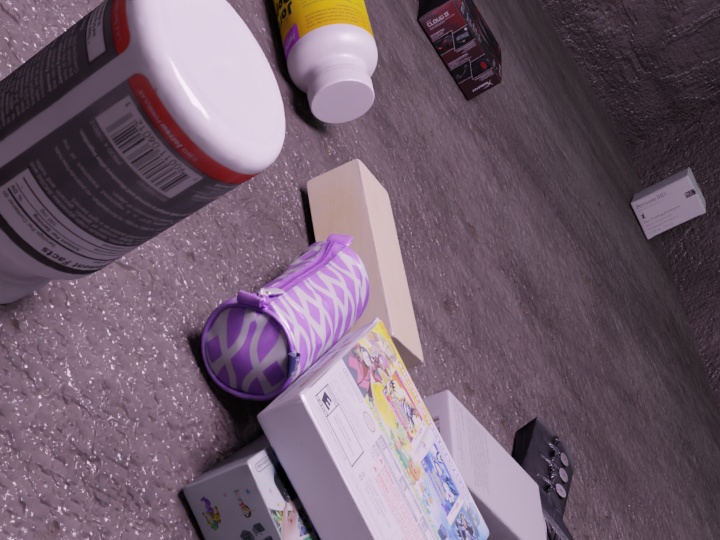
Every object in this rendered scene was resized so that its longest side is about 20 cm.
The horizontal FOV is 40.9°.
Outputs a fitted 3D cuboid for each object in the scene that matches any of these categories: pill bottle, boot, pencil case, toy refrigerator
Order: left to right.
[{"bbox_3d":[-0.149,-0.066,0.533,0.116,0.198,0.117,45,30,-35],"label":"pill bottle"},{"bbox_3d":[-0.055,0.033,0.776,0.200,0.082,0.087,-40,134,-68],"label":"pencil case"},{"bbox_3d":[-0.039,-0.269,1.090,0.104,0.103,0.203,29,41,-52],"label":"pill bottle"},{"bbox_3d":[0.000,0.000,0.952,0.076,0.069,0.203,42,32,-54],"label":"toy refrigerator"},{"bbox_3d":[0.235,0.294,1.169,0.167,0.065,0.200,61,19,-12],"label":"boot"}]

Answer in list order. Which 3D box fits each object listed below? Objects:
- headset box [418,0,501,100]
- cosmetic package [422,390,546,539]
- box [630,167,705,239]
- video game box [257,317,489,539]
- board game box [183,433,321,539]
[{"bbox_3d":[0.177,-0.435,1.749,0.201,0.074,0.150,53,26,-25],"label":"headset box"},{"bbox_3d":[0.110,0.219,0.960,0.200,0.073,0.103,49,27,-35],"label":"cosmetic package"},{"bbox_3d":[0.975,-0.214,3.057,0.132,0.197,0.200,62,24,-2],"label":"box"},{"bbox_3d":[0.018,0.154,0.709,0.202,0.046,0.182,63,24,-3],"label":"video game box"},{"bbox_3d":[-0.028,0.213,0.685,0.203,0.064,0.147,66,24,1],"label":"board game box"}]
